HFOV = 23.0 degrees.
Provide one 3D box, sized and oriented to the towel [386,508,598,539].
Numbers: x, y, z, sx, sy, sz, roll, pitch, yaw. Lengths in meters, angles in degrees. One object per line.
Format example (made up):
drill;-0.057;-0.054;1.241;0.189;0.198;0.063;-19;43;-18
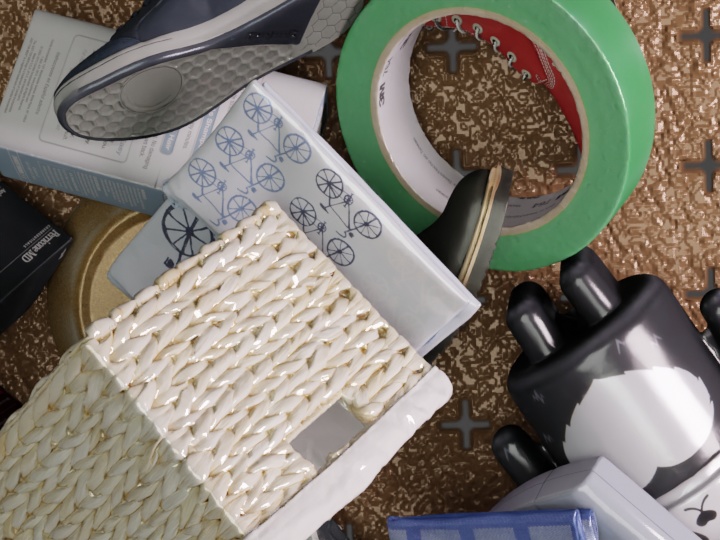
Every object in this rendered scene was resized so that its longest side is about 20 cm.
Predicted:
towel;0.099;0.241;1.082;0.146;0.024;0.202;-9;100;33

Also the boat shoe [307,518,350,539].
boat shoe;-0.030;0.204;1.189;0.075;0.060;0.202;-19;97;36

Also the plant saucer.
plant saucer;-0.119;0.023;1.186;0.198;0.035;0.203;1;98;6

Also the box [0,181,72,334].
box;-0.296;0.003;1.115;0.141;0.200;0.079;37;125;2

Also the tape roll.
tape roll;0.081;-0.099;1.094;0.198;0.048;0.202;15;123;24

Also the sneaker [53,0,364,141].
sneaker;-0.117;-0.174;1.105;0.201;0.077;0.147;-26;62;-10

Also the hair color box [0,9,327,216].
hair color box;-0.128;-0.090;1.143;0.198;0.061;0.100;15;72;5

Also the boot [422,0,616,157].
boot;0.094;-0.143;1.131;0.143;0.072;0.202;-14;98;18

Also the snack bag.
snack bag;-0.052;0.010;1.082;0.189;0.021;0.200;45;126;-2

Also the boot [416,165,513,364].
boot;0.000;0.000;1.096;0.137;0.078;0.201;26;120;-1

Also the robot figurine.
robot figurine;0.171;0.084;1.113;0.201;0.125;0.150;54;142;-6

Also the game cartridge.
game cartridge;0.133;0.197;1.120;0.133;0.042;0.200;37;141;-2

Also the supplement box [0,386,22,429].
supplement box;-0.275;0.106;1.178;0.200;0.109;0.061;41;100;1

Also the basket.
basket;-0.092;0.101;1.019;0.161;0.198;0.200;48;133;4
